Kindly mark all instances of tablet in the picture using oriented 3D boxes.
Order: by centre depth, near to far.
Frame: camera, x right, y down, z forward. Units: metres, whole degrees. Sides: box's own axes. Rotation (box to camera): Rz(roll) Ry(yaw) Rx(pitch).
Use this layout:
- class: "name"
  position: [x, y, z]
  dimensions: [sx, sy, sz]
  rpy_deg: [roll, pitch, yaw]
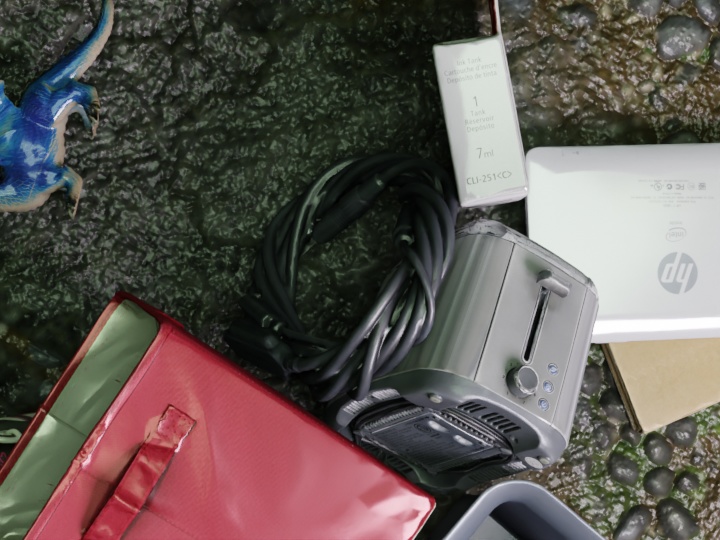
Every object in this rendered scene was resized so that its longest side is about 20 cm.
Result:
- class: "tablet"
  position: [0.207, -0.019, 1.168]
  dimensions: [0.200, 0.014, 0.130]
  rpy_deg: [-2, 88, -9]

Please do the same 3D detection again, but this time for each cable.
- class: "cable"
  position: [0.000, 0.000, 1.071]
  dimensions: [0.051, 0.200, 0.163]
  rpy_deg: [42, 76, -28]

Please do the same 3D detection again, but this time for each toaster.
- class: "toaster"
  position: [0.061, 0.056, 1.086]
  dimensions: [0.114, 0.200, 0.129]
  rpy_deg: [30, 64, -16]

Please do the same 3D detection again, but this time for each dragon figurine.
- class: "dragon figurine"
  position: [-0.216, -0.091, 1.099]
  dimensions: [0.099, 0.059, 0.200]
  rpy_deg: [14, 88, -9]

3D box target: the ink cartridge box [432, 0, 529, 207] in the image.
- class: "ink cartridge box"
  position: [0.068, -0.128, 1.074]
  dimensions: [0.045, 0.200, 0.177]
  rpy_deg: [-9, 91, 4]

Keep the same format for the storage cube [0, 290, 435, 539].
- class: "storage cube"
  position: [-0.095, 0.134, 0.977]
  dimensions: [0.180, 0.200, 0.171]
  rpy_deg: [34, 85, -15]

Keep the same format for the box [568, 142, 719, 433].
- class: "box"
  position: [0.248, -0.002, 1.192]
  dimensions: [0.200, 0.021, 0.164]
  rpy_deg: [-22, 92, -9]

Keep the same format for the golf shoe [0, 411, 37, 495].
- class: "golf shoe"
  position: [-0.197, 0.121, 1.085]
  dimensions: [0.200, 0.088, 0.077]
  rpy_deg: [-8, 89, -11]

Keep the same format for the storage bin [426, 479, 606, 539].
- class: "storage bin"
  position: [0.070, 0.234, 1.101]
  dimensions: [0.145, 0.134, 0.200]
  rpy_deg: [40, 84, -6]
